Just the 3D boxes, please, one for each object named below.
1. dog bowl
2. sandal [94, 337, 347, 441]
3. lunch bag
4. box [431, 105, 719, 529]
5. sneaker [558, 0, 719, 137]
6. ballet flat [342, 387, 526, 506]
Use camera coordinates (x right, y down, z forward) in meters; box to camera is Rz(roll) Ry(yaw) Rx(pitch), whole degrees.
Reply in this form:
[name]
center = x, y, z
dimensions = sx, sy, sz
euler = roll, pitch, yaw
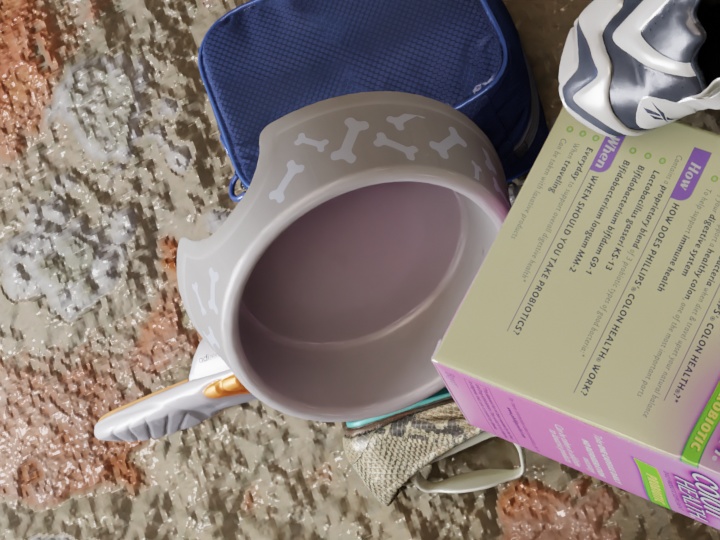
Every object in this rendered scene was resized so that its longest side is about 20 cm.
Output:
[dog bowl]
center = 0.000, 0.000, 1.240
dimensions = 0.200, 0.200, 0.059
euler = -41, 41, 12
[sandal]
center = -0.083, 0.051, 1.369
dimensions = 0.205, 0.079, 0.060
euler = -21, 77, 22
[lunch bag]
center = 0.005, -0.094, 1.323
dimensions = 0.199, 0.132, 0.137
euler = -24, 62, 10
[box]
center = 0.170, 0.025, 1.187
dimensions = 0.199, 0.097, 0.177
euler = 21, 72, 25
[sneaker]
center = 0.178, -0.167, 1.137
dimensions = 0.129, 0.079, 0.201
euler = 3, 71, 51
[ballet flat]
center = 0.086, 0.082, 1.303
dimensions = 0.199, 0.068, 0.076
euler = -28, 92, 17
